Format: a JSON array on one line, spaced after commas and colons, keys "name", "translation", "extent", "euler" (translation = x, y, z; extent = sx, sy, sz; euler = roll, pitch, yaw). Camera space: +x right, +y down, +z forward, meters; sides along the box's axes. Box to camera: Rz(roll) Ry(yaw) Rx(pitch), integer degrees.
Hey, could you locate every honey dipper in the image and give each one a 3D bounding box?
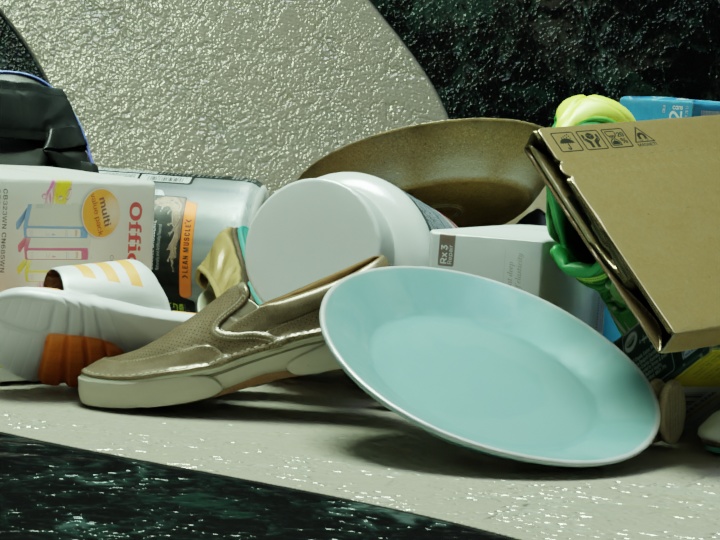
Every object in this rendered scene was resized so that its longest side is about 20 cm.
[{"name": "honey dipper", "translation": [0.095, 0.078, 1.230], "extent": [0.198, 0.038, 0.038], "euler": [2, 3, 31]}]

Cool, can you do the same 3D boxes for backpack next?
[{"name": "backpack", "translation": [-0.282, -0.048, 1.466], "extent": [0.189, 0.202, 0.154], "euler": [-12, -9, -17]}]

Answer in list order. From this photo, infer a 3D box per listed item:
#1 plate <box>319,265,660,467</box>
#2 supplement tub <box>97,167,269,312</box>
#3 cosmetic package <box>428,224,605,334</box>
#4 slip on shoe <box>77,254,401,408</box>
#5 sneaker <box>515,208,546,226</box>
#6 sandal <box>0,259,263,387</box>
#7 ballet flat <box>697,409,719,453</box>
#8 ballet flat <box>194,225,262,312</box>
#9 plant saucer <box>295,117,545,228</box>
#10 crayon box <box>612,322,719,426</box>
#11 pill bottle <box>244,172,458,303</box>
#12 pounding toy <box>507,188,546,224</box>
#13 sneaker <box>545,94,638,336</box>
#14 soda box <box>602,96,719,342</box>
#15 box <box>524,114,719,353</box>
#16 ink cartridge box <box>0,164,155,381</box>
[{"name": "plate", "translation": [0.069, 0.058, 1.147], "extent": [0.198, 0.026, 0.201], "euler": [16, 26, -8]}, {"name": "supplement tub", "translation": [-0.172, -0.016, 1.588], "extent": [0.198, 0.124, 0.123], "euler": [4, 4, 6]}, {"name": "cosmetic package", "translation": [0.107, 0.028, 1.365], "extent": [0.080, 0.114, 0.200], "euler": [5, 6, 19]}, {"name": "slip on shoe", "translation": [-0.070, 0.037, 1.214], "extent": [0.198, 0.061, 0.076], "euler": [-10, 5, 0]}, {"name": "sneaker", "translation": [0.144, 0.000, 1.519], "extent": [0.060, 0.105, 0.199], "euler": [-21, -6, -36]}, {"name": "sandal", "translation": [-0.137, 0.031, 1.270], "extent": [0.205, 0.060, 0.079], "euler": [9, -42, -28]}, {"name": "ballet flat", "translation": [0.292, 0.078, 1.171], "extent": [0.198, 0.070, 0.069], "euler": [5, 4, 12]}, {"name": "ballet flat", "translation": [-0.079, 0.034, 1.430], "extent": [0.069, 0.063, 0.200], "euler": [45, 9, -22]}, {"name": "plant saucer", "translation": [0.052, -0.056, 1.498], "extent": [0.198, 0.036, 0.200], "euler": [-8, -18, -3]}, {"name": "crayon box", "translation": [0.260, 0.051, 1.253], "extent": [0.198, 0.051, 0.127], "euler": [3, -26, -23]}, {"name": "pill bottle", "translation": [0.000, 0.000, 1.354], "extent": [0.118, 0.121, 0.200], "euler": [5, -6, 18]}, {"name": "pounding toy", "translation": [0.103, -0.031, 1.694], "extent": [0.183, 0.144, 0.199], "euler": [0, -19, -46]}, {"name": "sneaker", "translation": [0.153, -0.011, 1.284], "extent": [0.074, 0.201, 0.084], "euler": [2, 39, 44]}, {"name": "soda box", "translation": [0.209, -0.013, 1.375], "extent": [0.064, 0.202, 0.068], "euler": [0, 6, -39]}, {"name": "box", "translation": [0.213, -0.027, 1.195], "extent": [0.198, 0.021, 0.164], "euler": [-6, 49, -31]}, {"name": "ink cartridge box", "translation": [-0.227, -0.002, 1.322], "extent": [0.199, 0.130, 0.125], "euler": [-1, 7, -43]}]
